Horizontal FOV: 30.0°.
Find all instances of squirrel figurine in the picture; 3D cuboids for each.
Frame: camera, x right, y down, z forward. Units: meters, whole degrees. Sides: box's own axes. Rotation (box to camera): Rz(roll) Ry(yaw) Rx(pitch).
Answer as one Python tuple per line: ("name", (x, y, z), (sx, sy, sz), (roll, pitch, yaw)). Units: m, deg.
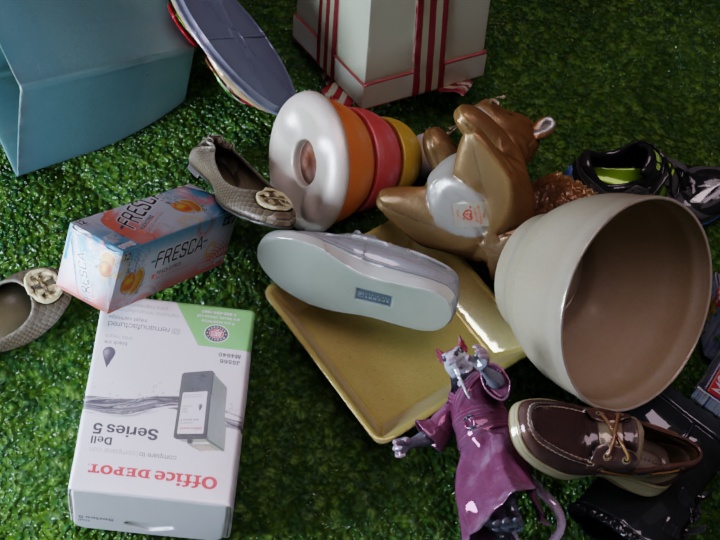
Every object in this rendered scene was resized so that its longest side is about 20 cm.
("squirrel figurine", (0.149, -0.085, 1.382), (0.200, 0.142, 0.187), (44, 35, -4))

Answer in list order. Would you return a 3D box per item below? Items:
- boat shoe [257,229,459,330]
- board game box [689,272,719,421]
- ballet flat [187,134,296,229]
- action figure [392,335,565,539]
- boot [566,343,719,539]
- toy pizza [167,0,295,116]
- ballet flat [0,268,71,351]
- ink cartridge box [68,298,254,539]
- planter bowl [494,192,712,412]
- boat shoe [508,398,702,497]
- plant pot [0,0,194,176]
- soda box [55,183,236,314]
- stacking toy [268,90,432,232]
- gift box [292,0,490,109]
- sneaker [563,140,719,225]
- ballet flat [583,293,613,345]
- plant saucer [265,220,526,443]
("boat shoe", (0.001, -0.001, 1.311), (0.200, 0.070, 0.072), (18, 37, 4))
("board game box", (0.412, 0.102, 1.356), (0.200, 0.062, 0.200), (34, 51, 15))
("ballet flat", (-0.120, -0.092, 1.353), (0.067, 0.046, 0.200), (11, 17, -33))
("action figure", (0.120, 0.147, 1.223), (0.149, 0.134, 0.200), (15, 50, -39))
("boot", (0.253, 0.180, 1.291), (0.198, 0.073, 0.163), (34, 64, 12))
("toy pizza", (-0.142, -0.241, 1.439), (0.032, 0.200, 0.200), (-36, 63, 17))
("ballet flat", (-0.363, 0.050, 1.270), (0.200, 0.046, 0.067), (-28, 67, -24))
("ink cartridge box", (-0.179, 0.134, 1.235), (0.145, 0.084, 0.200), (7, 58, -5))
("planter bowl", (0.211, 0.017, 1.256), (0.200, 0.200, 0.135), (-35, 32, -26))
("boat shoe", (0.219, 0.148, 1.177), (0.200, 0.072, 0.072), (22, 52, -30))
("plant pot", (-0.285, -0.215, 1.406), (0.200, 0.141, 0.141), (-17, 62, -25))
("soda box", (-0.199, -0.025, 1.280), (0.064, 0.068, 0.200), (27, 24, 18))
("stacking toy", (0.016, -0.116, 1.416), (0.200, 0.146, 0.146), (-5, 58, -32))
("gift box", (0.034, -0.280, 1.464), (0.184, 0.187, 0.200), (-15, 47, -20))
("sneaker", (0.321, -0.095, 1.462), (0.199, 0.083, 0.071), (5, 58, -7))
("ballet flat", (0.222, 0.010, 1.399), (0.069, 0.069, 0.200), (3, 54, -7))
("plant saucer", (0.036, 0.059, 1.339), (0.200, 0.048, 0.200), (-28, 67, -25))
